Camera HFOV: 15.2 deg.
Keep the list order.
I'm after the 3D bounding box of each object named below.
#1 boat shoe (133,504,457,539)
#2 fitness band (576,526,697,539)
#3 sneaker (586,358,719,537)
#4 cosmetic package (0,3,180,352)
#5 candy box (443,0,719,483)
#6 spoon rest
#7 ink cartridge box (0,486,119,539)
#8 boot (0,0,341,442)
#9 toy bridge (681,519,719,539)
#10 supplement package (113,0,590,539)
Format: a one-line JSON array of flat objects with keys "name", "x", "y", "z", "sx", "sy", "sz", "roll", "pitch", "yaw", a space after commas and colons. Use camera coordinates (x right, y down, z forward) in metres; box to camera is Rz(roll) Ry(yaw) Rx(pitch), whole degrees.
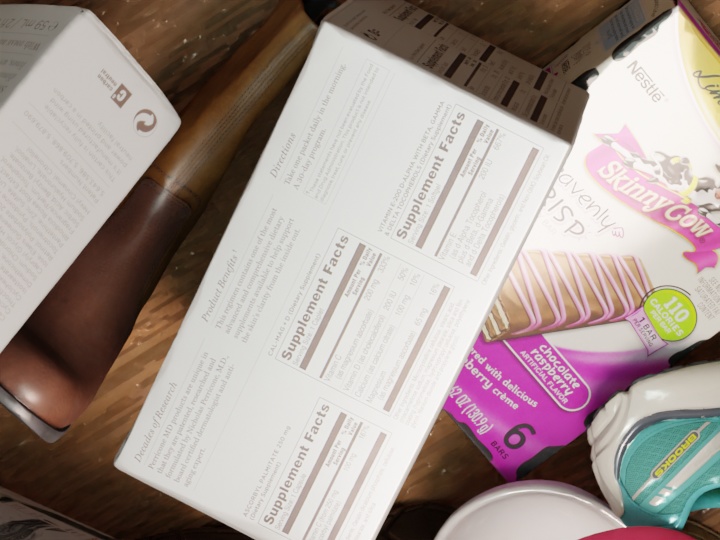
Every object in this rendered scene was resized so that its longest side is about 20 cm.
[{"name": "boat shoe", "x": -0.041, "y": 0.167, "z": 1.287, "sx": 0.201, "sy": 0.075, "sz": 0.075, "roll": -6, "pitch": 117, "yaw": 1}, {"name": "fitness band", "x": 0.102, "y": 0.195, "z": 1.211, "sx": 0.143, "sy": 0.038, "sz": 0.201, "roll": -5, "pitch": 130, "yaw": -9}, {"name": "sneaker", "x": 0.199, "y": 0.079, "z": 1.228, "sx": 0.199, "sy": 0.078, "sz": 0.080, "roll": -13, "pitch": 69, "yaw": -17}, {"name": "cosmetic package", "x": -0.175, "y": -0.013, "z": 1.104, "sx": 0.074, "sy": 0.101, "sz": 0.200, "roll": 49, "pitch": 66, "yaw": -28}, {"name": "candy box", "x": 0.103, "y": -0.017, "z": 1.224, "sx": 0.200, "sy": 0.061, "sz": 0.136, "roll": -39, "pitch": 106, "yaw": 12}, {"name": "spoon rest", "x": 0.127, "y": 0.148, "z": 1.247, "sx": 0.199, "sy": 0.061, "sz": 0.100, "roll": 10, "pitch": 120, "yaw": -12}, {"name": "ink cartridge box", "x": -0.165, "y": 0.148, "z": 1.191, "sx": 0.199, "sy": 0.147, "sz": 0.083, "roll": 21, "pitch": 93, "yaw": 22}, {"name": "boot", "x": -0.078, "y": -0.029, "z": 1.151, "sx": 0.068, "sy": 0.188, "sz": 0.200, "roll": 45, "pitch": 106, "yaw": -4}, {"name": "toy bridge", "x": 0.235, "y": 0.129, "z": 1.299, "sx": 0.199, "sy": 0.027, "sz": 0.068, "roll": 4, "pitch": 113, "yaw": -2}, {"name": "supplement package", "x": 0.000, "y": 0.000, "z": 1.119, "sx": 0.111, "sy": 0.156, "sz": 0.201, "roll": 27, "pitch": 103, "yaw": 1}]
